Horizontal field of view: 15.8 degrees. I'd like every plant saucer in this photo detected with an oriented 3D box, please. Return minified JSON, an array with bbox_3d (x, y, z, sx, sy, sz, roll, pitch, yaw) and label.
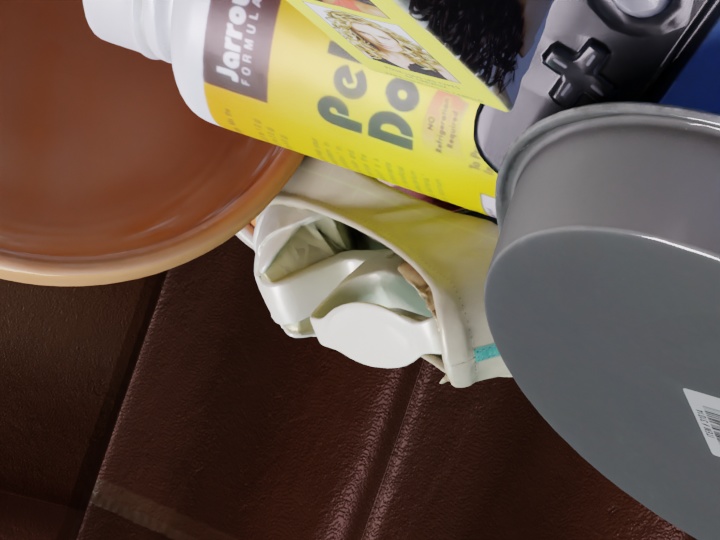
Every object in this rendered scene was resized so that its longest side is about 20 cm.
[{"bbox_3d":[-0.110,-0.082,0.934,0.199,0.201,0.038,19,153,-4],"label":"plant saucer"}]

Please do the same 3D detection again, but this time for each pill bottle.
[{"bbox_3d":[0.011,-0.086,0.867,0.199,0.110,0.109,18,178,15],"label":"pill bottle"}]

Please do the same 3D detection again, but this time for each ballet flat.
[{"bbox_3d":[0.000,0.000,0.907,0.069,0.070,0.200,20,180,-32],"label":"ballet flat"}]

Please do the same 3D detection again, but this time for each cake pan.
[{"bbox_3d":[0.118,0.032,0.747,0.199,0.037,0.201,29,156,14],"label":"cake pan"}]

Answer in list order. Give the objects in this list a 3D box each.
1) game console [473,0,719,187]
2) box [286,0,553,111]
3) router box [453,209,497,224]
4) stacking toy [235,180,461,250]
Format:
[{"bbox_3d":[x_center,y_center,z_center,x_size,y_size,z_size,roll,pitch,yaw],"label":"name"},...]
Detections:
[{"bbox_3d":[0.133,-0.020,0.697,0.199,0.173,0.119,35,-145,1],"label":"game console"},{"bbox_3d":[-0.009,-0.109,0.598,0.050,0.076,0.200,18,172,31],"label":"box"},{"bbox_3d":[0.135,-0.016,1.034,0.148,0.051,0.200,-11,178,32],"label":"router box"},{"bbox_3d":[0.033,-0.073,0.996,0.145,0.147,0.199,20,167,-32],"label":"stacking toy"}]
